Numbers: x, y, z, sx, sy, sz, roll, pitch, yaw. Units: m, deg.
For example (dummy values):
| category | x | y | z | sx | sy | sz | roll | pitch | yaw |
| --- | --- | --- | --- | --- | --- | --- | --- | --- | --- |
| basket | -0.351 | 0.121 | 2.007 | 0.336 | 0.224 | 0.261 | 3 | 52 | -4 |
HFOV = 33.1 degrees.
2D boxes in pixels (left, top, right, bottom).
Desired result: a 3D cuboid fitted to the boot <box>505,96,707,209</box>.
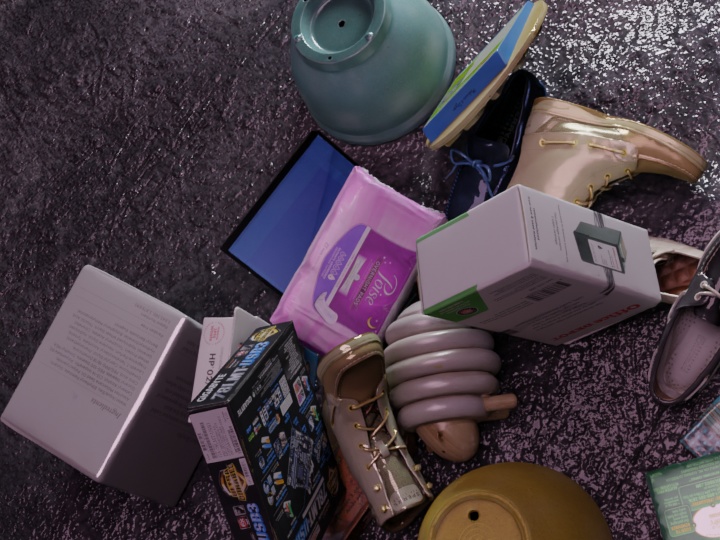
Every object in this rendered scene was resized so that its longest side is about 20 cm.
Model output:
| category | x | y | z | sx | sy | sz | roll | pitch | yaw |
| --- | --- | --- | --- | --- | --- | --- | --- | --- | --- |
| boot | 0.249 | -0.085 | 1.282 | 0.199 | 0.073 | 0.156 | 21 | 85 | 20 |

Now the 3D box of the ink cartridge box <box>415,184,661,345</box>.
| category | x | y | z | sx | sy | sz | roll | pitch | yaw |
| --- | --- | --- | --- | --- | --- | --- | --- | --- | --- |
| ink cartridge box | 0.175 | 0.001 | 1.189 | 0.146 | 0.199 | 0.085 | -28 | 58 | 42 |

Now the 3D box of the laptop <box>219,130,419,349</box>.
| category | x | y | z | sx | sy | sz | roll | pitch | yaw |
| --- | --- | --- | --- | --- | --- | --- | --- | --- | --- |
| laptop | -0.019 | -0.024 | 1.359 | 0.200 | 0.103 | 0.178 | 38 | 89 | 30 |

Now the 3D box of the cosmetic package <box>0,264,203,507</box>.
| category | x | y | z | sx | sy | sz | roll | pitch | yaw |
| --- | --- | --- | --- | --- | --- | --- | --- | --- | --- |
| cosmetic package | -0.260 | 0.133 | 1.371 | 0.164 | 0.165 | 0.201 | 24 | 81 | 29 |

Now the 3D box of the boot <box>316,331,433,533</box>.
| category | x | y | z | sx | sy | sz | roll | pitch | yaw |
| --- | --- | --- | --- | --- | --- | --- | --- | --- | --- |
| boot | 0.017 | 0.162 | 1.188 | 0.072 | 0.200 | 0.155 | -20 | 62 | -14 |

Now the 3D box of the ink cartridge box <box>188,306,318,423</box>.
| category | x | y | z | sx | sy | sz | roll | pitch | yaw |
| --- | --- | --- | --- | --- | --- | --- | --- | --- | --- |
| ink cartridge box | -0.120 | 0.120 | 1.294 | 0.067 | 0.200 | 0.116 | -2 | 70 | 23 |

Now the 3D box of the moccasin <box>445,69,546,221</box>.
| category | x | y | z | sx | sy | sz | roll | pitch | yaw |
| --- | --- | --- | --- | --- | --- | --- | --- | --- | --- |
| moccasin | 0.140 | -0.134 | 1.348 | 0.080 | 0.068 | 0.201 | 16 | 79 | 28 |

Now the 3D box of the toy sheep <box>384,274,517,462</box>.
| category | x | y | z | sx | sy | sz | roll | pitch | yaw |
| --- | --- | --- | --- | --- | --- | --- | --- | --- | --- |
| toy sheep | 0.086 | 0.099 | 1.255 | 0.137 | 0.138 | 0.202 | -16 | 69 | 18 |

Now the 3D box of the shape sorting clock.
| category | x | y | z | sx | sy | sz | roll | pitch | yaw |
| --- | --- | --- | --- | --- | --- | --- | --- | --- | --- |
| shape sorting clock | 0.139 | -0.212 | 1.327 | 0.039 | 0.200 | 0.200 | 40 | 90 | -7 |

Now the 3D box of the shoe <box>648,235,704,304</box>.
| category | x | y | z | sx | sy | sz | roll | pitch | yaw |
| --- | --- | --- | --- | --- | --- | --- | --- | --- | --- |
| shoe | 0.323 | 0.002 | 1.227 | 0.199 | 0.053 | 0.070 | 17 | 79 | 28 |

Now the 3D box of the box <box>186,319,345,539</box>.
| category | x | y | z | sx | sy | sz | roll | pitch | yaw |
| --- | --- | --- | --- | --- | --- | --- | --- | --- | --- |
| box | -0.083 | 0.177 | 1.173 | 0.049 | 0.200 | 0.200 | -11 | 107 | 18 |

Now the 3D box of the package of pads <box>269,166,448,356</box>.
| category | x | y | z | sx | sy | sz | roll | pitch | yaw |
| --- | --- | --- | --- | --- | --- | --- | --- | --- | --- |
| package of pads | 0.000 | 0.000 | 1.313 | 0.120 | 0.076 | 0.201 | 29 | 88 | 4 |

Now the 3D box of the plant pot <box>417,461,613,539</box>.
| category | x | y | z | sx | sy | sz | roll | pitch | yaw |
| --- | --- | --- | --- | --- | --- | --- | --- | --- | --- |
| plant pot | 0.133 | 0.272 | 1.160 | 0.198 | 0.142 | 0.202 | -8 | 69 | 20 |

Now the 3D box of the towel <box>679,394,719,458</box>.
| category | x | y | z | sx | sy | sz | roll | pitch | yaw |
| --- | --- | --- | --- | --- | --- | --- | --- | --- | --- |
| towel | 0.423 | 0.137 | 1.153 | 0.200 | 0.022 | 0.147 | -47 | 60 | 2 |

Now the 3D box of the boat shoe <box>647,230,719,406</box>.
| category | x | y | z | sx | sy | sz | roll | pitch | yaw |
| --- | --- | --- | --- | --- | --- | --- | --- | --- | --- |
| boat shoe | 0.333 | 0.042 | 1.157 | 0.074 | 0.060 | 0.201 | 34 | 114 | 19 |

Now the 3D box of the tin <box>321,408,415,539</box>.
| category | x | y | z | sx | sy | sz | roll | pitch | yaw |
| --- | --- | --- | --- | --- | --- | --- | --- | --- | --- |
| tin | -0.022 | 0.220 | 1.308 | 0.112 | 0.042 | 0.200 | 36 | 88 | 26 |

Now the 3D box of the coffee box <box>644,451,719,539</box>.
| category | x | y | z | sx | sy | sz | roll | pitch | yaw |
| --- | --- | --- | --- | --- | --- | --- | --- | --- | --- |
| coffee box | 0.348 | 0.268 | 1.113 | 0.122 | 0.044 | 0.201 | -21 | 68 | 21 |

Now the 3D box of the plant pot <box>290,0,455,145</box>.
| category | x | y | z | sx | sy | sz | roll | pitch | yaw |
| --- | --- | --- | --- | --- | --- | --- | --- | --- | --- |
| plant pot | -0.002 | -0.266 | 1.422 | 0.199 | 0.134 | 0.202 | -8 | 69 | 21 |
